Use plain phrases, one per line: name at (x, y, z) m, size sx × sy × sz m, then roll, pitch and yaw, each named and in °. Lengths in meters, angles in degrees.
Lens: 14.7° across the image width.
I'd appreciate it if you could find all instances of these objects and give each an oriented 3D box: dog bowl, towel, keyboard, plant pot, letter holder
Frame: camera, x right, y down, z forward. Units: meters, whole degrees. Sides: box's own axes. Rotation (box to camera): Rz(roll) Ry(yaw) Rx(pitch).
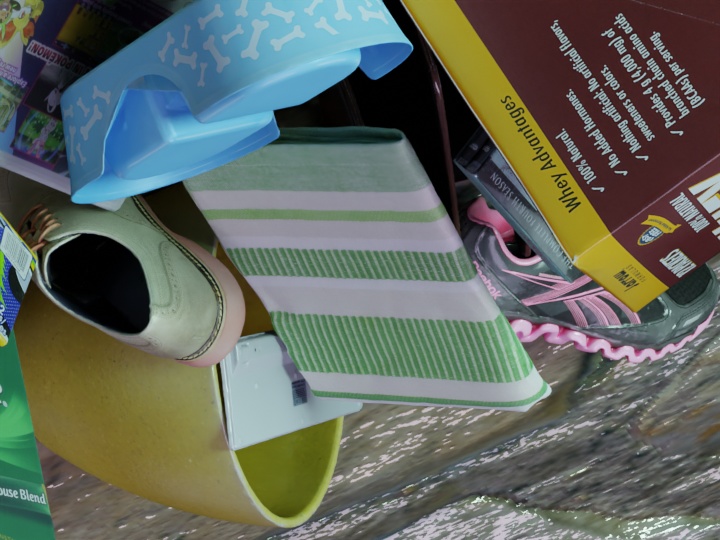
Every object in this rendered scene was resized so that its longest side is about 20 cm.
dog bowl at (-0.063, -0.088, 1.280) m, size 0.111 × 0.050 × 0.200 m, roll -15°, pitch 172°, yaw -42°
towel at (0.000, 0.000, 1.419) m, size 0.152 × 0.023 × 0.200 m, roll 3°, pitch 139°, yaw 35°
keyboard at (-0.036, 0.059, 1.524) m, size 0.011 × 0.057 × 0.200 m, roll 1°, pitch -177°, yaw 20°
plant pot at (-0.108, 0.046, 1.544) m, size 0.141 × 0.201 × 0.200 m, roll -6°, pitch 146°, yaw 19°
letter holder at (0.039, -0.059, 1.483) m, size 0.100 × 0.143 × 0.200 m, roll -14°, pitch 142°, yaw -3°

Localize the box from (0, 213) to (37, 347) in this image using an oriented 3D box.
box at (-0.229, -0.045, 1.219) m, size 0.070 × 0.064 × 0.200 m, roll -21°, pitch 122°, yaw 26°

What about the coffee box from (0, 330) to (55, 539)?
coffee box at (-0.205, 0.071, 1.296) m, size 0.044 × 0.201 × 0.123 m, roll -37°, pitch 137°, yaw 24°

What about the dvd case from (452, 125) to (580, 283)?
dvd case at (0.141, -0.102, 1.478) m, size 0.200 × 0.022 × 0.146 m, roll -51°, pitch 146°, yaw -4°

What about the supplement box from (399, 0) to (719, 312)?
supplement box at (0.142, -0.125, 1.298) m, size 0.200 × 0.198 × 0.133 m, roll -35°, pitch 161°, yaw 9°

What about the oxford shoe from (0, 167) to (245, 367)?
oxford shoe at (-0.147, -0.019, 1.432) m, size 0.074 × 0.200 × 0.071 m, roll 11°, pitch 106°, yaw -56°

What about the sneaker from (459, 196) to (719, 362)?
sneaker at (0.132, -0.004, 1.654) m, size 0.199 × 0.079 × 0.096 m, roll 2°, pitch 128°, yaw -24°

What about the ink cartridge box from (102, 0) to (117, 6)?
ink cartridge box at (-0.033, -0.177, 1.262) m, size 0.200 × 0.059 × 0.104 m, roll -44°, pitch 176°, yaw 1°

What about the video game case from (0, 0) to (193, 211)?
video game case at (-0.128, -0.130, 1.320) m, size 0.183 × 0.023 × 0.200 m, roll -59°, pitch 151°, yaw 4°
